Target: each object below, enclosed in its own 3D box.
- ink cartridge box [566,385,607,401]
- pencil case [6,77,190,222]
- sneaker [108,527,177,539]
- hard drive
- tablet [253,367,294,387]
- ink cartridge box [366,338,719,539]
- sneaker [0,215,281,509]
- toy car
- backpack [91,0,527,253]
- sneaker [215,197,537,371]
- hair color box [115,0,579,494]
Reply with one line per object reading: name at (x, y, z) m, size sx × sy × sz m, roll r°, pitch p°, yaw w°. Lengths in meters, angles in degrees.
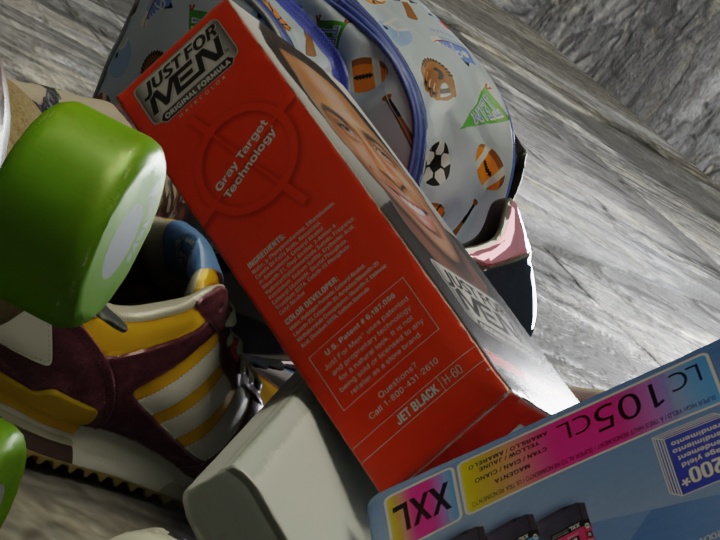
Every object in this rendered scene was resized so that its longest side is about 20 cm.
ink cartridge box at (0.189, 0.084, 0.987) m, size 0.197 × 0.047 × 0.200 m, roll 4°, pitch -4°, yaw 39°
pencil case at (-0.143, -0.035, 0.921) m, size 0.078 × 0.089 × 0.200 m, roll 68°, pitch 20°, yaw 9°
sneaker at (-0.028, 0.149, 0.578) m, size 0.200 × 0.070 × 0.099 m, roll 37°, pitch 19°, yaw 21°
hard drive at (0.001, 0.105, 0.792) m, size 0.132 × 0.026 × 0.200 m, roll 60°, pitch 11°, yaw -3°
tablet at (0.039, 0.075, 1.040) m, size 0.200 × 0.014 × 0.130 m, roll 24°, pitch 6°, yaw 26°
ink cartridge box at (0.083, 0.126, 0.677) m, size 0.076 × 0.136 × 0.200 m, roll 58°, pitch 12°, yaw -32°
sneaker at (-0.065, 0.031, 0.844) m, size 0.075 × 0.090 × 0.200 m, roll 44°, pitch 14°, yaw 34°
toy car at (-0.141, -0.005, 0.665) m, size 0.164 × 0.158 × 0.200 m, roll 27°, pitch 1°, yaw 8°
backpack at (-0.028, -0.056, 1.059) m, size 0.190 × 0.200 × 0.154 m, roll 38°, pitch 27°, yaw 31°
sneaker at (-0.023, 0.001, 0.954) m, size 0.200 × 0.082 × 0.070 m, roll 4°, pitch 1°, yaw -17°
hair color box at (0.000, 0.000, 0.849) m, size 0.200 × 0.061 × 0.101 m, roll 54°, pitch 11°, yaw 29°
